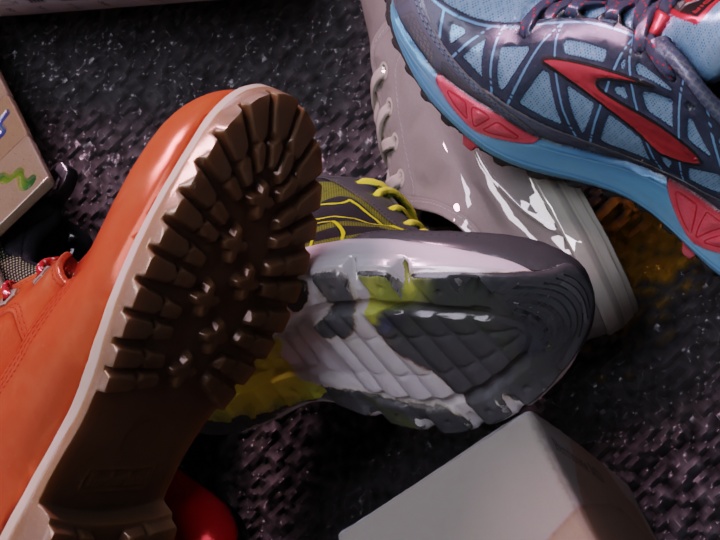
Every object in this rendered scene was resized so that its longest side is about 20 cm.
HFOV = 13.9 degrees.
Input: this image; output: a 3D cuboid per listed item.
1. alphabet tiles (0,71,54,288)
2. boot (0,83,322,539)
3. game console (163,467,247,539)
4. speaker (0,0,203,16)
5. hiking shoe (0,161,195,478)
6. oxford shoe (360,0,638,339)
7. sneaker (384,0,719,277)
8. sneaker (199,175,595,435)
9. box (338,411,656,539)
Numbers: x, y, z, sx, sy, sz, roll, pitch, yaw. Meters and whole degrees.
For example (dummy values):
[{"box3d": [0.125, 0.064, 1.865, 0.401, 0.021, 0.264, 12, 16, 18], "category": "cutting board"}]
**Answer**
[{"box3d": [-0.193, -0.010, 1.142, 0.166, 0.006, 0.200, -44, 36, 8], "category": "alphabet tiles"}, {"box3d": [-0.090, 0.018, 0.918, 0.107, 0.075, 0.200, 37, 103, 35], "category": "boot"}, {"box3d": [-0.136, 0.119, 1.023, 0.200, 0.119, 0.173, 32, 86, 27], "category": "game console"}, {"box3d": [-0.116, -0.138, 1.138, 0.200, 0.081, 0.081, -1, 71, 33], "category": "speaker"}, {"box3d": [-0.092, 0.044, 1.060, 0.101, 0.076, 0.200, -50, 55, 11], "category": "hiking shoe"}, {"box3d": [0.029, -0.053, 1.033, 0.058, 0.075, 0.200, -29, 63, 2], "category": "oxford shoe"}, {"box3d": [0.102, -0.069, 0.954, 0.200, 0.096, 0.079, 30, 52, 10], "category": "sneaker"}, {"box3d": [0.000, 0.000, 0.972, 0.200, 0.075, 0.085, -4, 42, 43], "category": "sneaker"}, {"box3d": [0.078, 0.153, 0.915, 0.078, 0.095, 0.200, -34, 59, 12], "category": "box"}]
